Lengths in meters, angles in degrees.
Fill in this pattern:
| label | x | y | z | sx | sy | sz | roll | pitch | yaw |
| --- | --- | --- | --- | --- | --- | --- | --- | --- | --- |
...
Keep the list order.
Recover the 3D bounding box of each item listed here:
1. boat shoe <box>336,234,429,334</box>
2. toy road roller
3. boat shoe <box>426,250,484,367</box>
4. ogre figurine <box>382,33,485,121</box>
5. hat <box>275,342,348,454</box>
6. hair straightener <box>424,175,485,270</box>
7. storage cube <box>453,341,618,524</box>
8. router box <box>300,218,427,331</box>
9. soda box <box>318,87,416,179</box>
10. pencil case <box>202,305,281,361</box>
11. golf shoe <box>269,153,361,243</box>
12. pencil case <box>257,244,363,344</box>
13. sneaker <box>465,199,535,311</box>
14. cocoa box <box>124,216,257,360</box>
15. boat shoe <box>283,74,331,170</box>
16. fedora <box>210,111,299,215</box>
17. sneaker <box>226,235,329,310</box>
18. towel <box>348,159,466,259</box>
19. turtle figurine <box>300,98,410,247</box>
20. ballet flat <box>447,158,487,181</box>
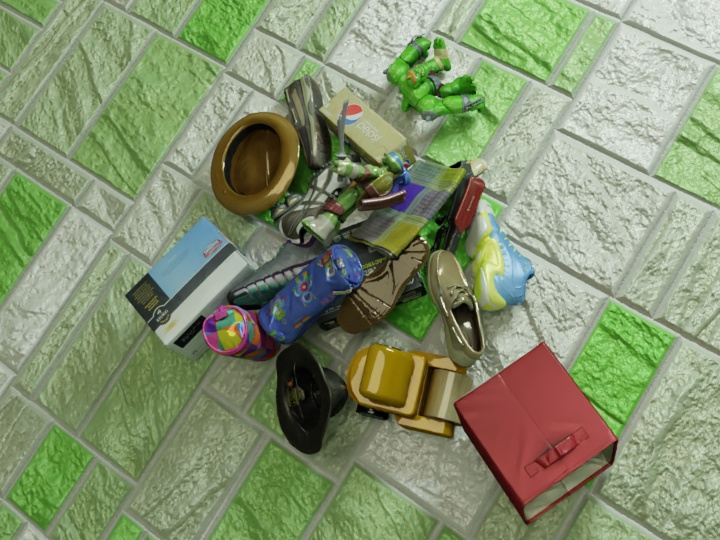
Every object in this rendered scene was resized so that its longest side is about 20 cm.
| label | x | y | z | sx | sy | sz | roll | pitch | yaw |
| --- | --- | --- | --- | --- | --- | --- | --- | --- | --- |
| boat shoe | 0.042 | 0.026 | 1.468 | 0.200 | 0.063 | 0.073 | -45 | 85 | 1 |
| toy road roller | 0.073 | 0.185 | 1.424 | 0.197 | 0.146 | 0.125 | 10 | 76 | 16 |
| boat shoe | 0.160 | 0.053 | 1.436 | 0.071 | 0.065 | 0.203 | -2 | 67 | -21 |
| ogre figurine | 0.128 | -0.340 | 1.607 | 0.119 | 0.098 | 0.201 | -30 | 83 | -17 |
| hat | -0.070 | 0.208 | 1.468 | 0.080 | 0.201 | 0.203 | -4 | 66 | -30 |
| hair straightener | 0.157 | -0.067 | 1.530 | 0.040 | 0.077 | 0.203 | 12 | 98 | -25 |
| storage cube | 0.262 | 0.249 | 1.335 | 0.170 | 0.200 | 0.181 | -33 | 64 | -3 |
| router box | 0.000 | 0.000 | 1.544 | 0.198 | 0.062 | 0.152 | -20 | 71 | 7 |
| soda box | 0.011 | -0.244 | 1.588 | 0.068 | 0.064 | 0.200 | -40 | 52 | -5 |
| pencil case | -0.197 | 0.107 | 1.492 | 0.087 | 0.200 | 0.090 | -1 | 81 | 10 |
| golf shoe | -0.065 | -0.126 | 1.597 | 0.199 | 0.078 | 0.095 | -38 | 77 | 13 |
| pencil case | -0.080 | 0.043 | 1.449 | 0.200 | 0.078 | 0.088 | -40 | 50 | 24 |
| sneaker | 0.237 | -0.023 | 1.502 | 0.103 | 0.076 | 0.203 | 6 | 66 | -12 |
| cocoa box | -0.285 | 0.034 | 1.564 | 0.200 | 0.133 | 0.131 | -45 | 68 | -3 |
| boat shoe | -0.104 | -0.270 | 1.656 | 0.072 | 0.074 | 0.203 | -18 | 61 | 18 |
| fedora | -0.183 | -0.189 | 1.631 | 0.198 | 0.082 | 0.204 | -7 | 71 | 21 |
| sneaker | -0.139 | 0.000 | 1.518 | 0.197 | 0.075 | 0.088 | -20 | 60 | 0 |
| towel | 0.077 | -0.106 | 1.477 | 0.200 | 0.023 | 0.143 | -47 | 31 | -9 |
| turtle figurine | -0.036 | -0.150 | 1.458 | 0.195 | 0.200 | 0.144 | -50 | 27 | -4 |
| ballet flat | 0.126 | -0.168 | 1.561 | 0.197 | 0.067 | 0.058 | -12 | 106 | 12 |
